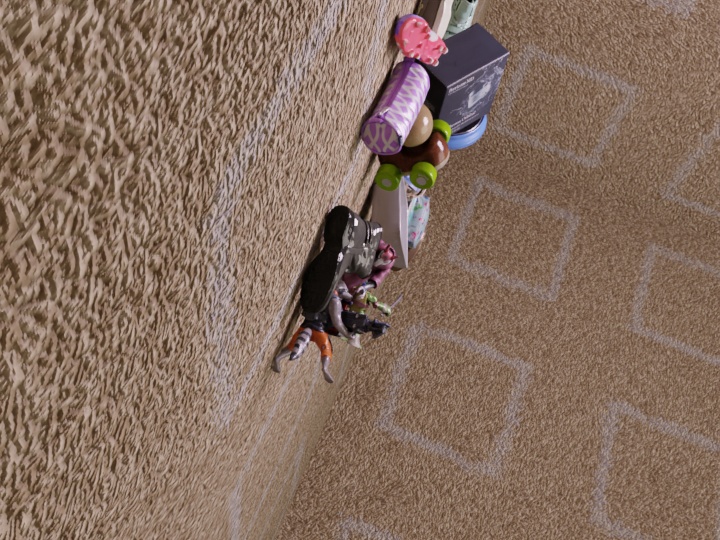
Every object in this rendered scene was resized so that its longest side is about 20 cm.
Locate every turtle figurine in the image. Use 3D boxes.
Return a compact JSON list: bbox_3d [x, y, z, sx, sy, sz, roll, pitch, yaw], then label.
[{"bbox_3d":[0.015,0.118,2.269,0.196,0.142,0.200,-65,171,-1],"label":"turtle figurine"}]

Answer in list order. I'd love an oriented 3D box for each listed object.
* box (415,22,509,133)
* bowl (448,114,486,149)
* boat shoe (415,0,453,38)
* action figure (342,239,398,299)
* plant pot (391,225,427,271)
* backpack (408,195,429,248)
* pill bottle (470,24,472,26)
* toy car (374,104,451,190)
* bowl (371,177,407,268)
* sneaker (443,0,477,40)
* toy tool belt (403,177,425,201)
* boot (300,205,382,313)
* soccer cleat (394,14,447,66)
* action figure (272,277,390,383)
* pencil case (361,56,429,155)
[{"bbox_3d":[0.212,-0.421,1.832,0.196,0.118,0.201,-32,157,-23],"label":"box"},{"bbox_3d":[0.210,-0.381,1.954,0.040,0.198,0.202,93,18,-56],"label":"bowl"},{"bbox_3d":[0.152,-0.533,1.504,0.072,0.060,0.204,-12,122,-71],"label":"boat shoe"},{"bbox_3d":[0.018,-0.009,1.566,0.199,0.147,0.136,-15,-100,51],"label":"action figure"},{"bbox_3d":[0.107,-0.108,2.397,0.201,0.092,0.202,-48,-154,33],"label":"plant pot"},{"bbox_3d":[0.110,-0.145,2.230,0.200,0.149,0.180,109,2,-84],"label":"backpack"},{"bbox_3d":[0.271,-0.538,2.030,0.201,0.111,0.113,-110,-150,-47],"label":"pill bottle"},{"bbox_3d":[0.090,-0.295,1.661,0.201,0.156,0.166,64,36,-43],"label":"toy car"},{"bbox_3d":[0.071,-0.122,1.921,0.201,0.073,0.202,70,20,-62],"label":"bowl"},{"bbox_3d":[0.225,-0.580,1.906,0.118,0.073,0.203,114,-10,-75],"label":"sneaker"},{"bbox_3d":[0.139,-0.283,2.060,0.123,0.123,0.202,153,-42,-85],"label":"toy tool belt"},{"bbox_3d":[-0.024,-0.006,1.425,0.130,0.067,0.202,28,81,-51],"label":"boot"},{"bbox_3d":[0.093,-0.413,1.417,0.067,0.076,0.199,-52,162,16],"label":"soccer cleat"},{"bbox_3d":[-0.055,0.099,1.441,0.105,0.198,0.195,50,49,-45],"label":"action figure"},{"bbox_3d":[0.063,-0.296,1.453,0.086,0.083,0.201,67,34,-40],"label":"pencil case"}]
